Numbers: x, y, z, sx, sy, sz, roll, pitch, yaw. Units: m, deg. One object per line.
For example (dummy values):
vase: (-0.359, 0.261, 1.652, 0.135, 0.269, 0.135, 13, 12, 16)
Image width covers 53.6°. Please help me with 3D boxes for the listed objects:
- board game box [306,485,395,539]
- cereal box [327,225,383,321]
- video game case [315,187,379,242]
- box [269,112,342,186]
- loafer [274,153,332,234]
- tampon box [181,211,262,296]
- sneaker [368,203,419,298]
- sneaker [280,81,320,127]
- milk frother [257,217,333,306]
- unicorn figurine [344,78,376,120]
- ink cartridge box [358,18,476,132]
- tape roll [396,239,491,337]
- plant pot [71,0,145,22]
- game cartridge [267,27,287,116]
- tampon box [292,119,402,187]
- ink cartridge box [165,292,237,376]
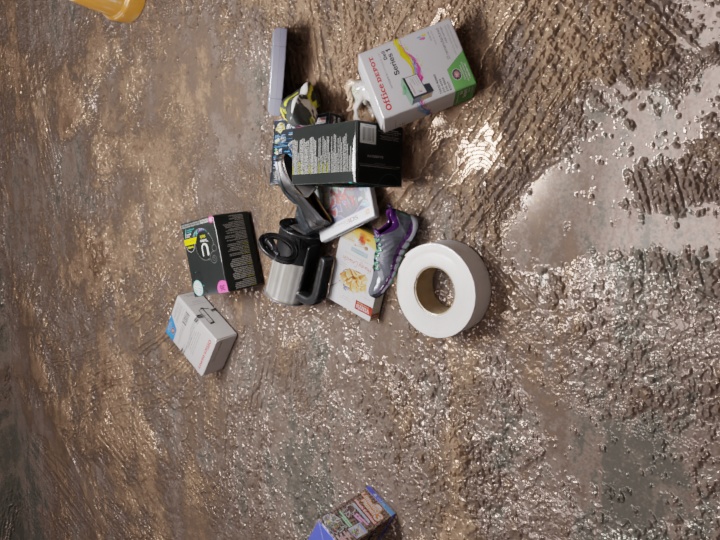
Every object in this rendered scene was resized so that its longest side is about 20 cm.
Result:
board game box: (-0.035, 0.643, 1.720, 0.097, 0.199, 0.161, 41, 122, 25)
cereal box: (0.000, 0.000, 1.674, 0.143, 0.039, 0.202, 27, 114, 35)
video game case: (-0.042, -0.189, 1.659, 0.181, 0.023, 0.203, -23, 70, 40)
box: (-0.134, -0.285, 1.704, 0.198, 0.046, 0.161, 2, 88, 42)
loafer: (-0.129, -0.183, 1.641, 0.072, 0.073, 0.201, -14, 116, 31)
tampon box: (-0.374, -0.043, 1.914, 0.149, 0.126, 0.203, -10, 92, 41)
sneaker: (0.048, -0.043, 1.558, 0.202, 0.087, 0.074, -64, 21, 1)
sneaker: (-0.146, -0.364, 1.636, 0.084, 0.201, 0.075, -25, 113, 20)
milk frother: (-0.183, -0.008, 1.712, 0.180, 0.198, 0.190, 43, 125, 48)
unicorn figurine: (0.048, -0.377, 1.535, 0.197, 0.074, 0.139, 6, 125, 19)
ink cartridge box: (0.109, -0.385, 1.414, 0.198, 0.084, 0.146, -21, 83, 0)
tape roll: (0.175, 0.037, 1.515, 0.201, 0.070, 0.205, 9, 105, 39)
plant pot: (-0.751, -0.831, 2.055, 0.198, 0.182, 0.203, 9, 104, 38)
game cartridge: (-0.200, -0.476, 1.707, 0.041, 0.133, 0.203, 5, 105, -5)
tampon box: (-0.029, -0.244, 1.528, 0.198, 0.149, 0.128, 5, 96, 43)
ink cartridge box: (-0.465, 0.182, 2.071, 0.200, 0.084, 0.147, 43, 123, 25)
